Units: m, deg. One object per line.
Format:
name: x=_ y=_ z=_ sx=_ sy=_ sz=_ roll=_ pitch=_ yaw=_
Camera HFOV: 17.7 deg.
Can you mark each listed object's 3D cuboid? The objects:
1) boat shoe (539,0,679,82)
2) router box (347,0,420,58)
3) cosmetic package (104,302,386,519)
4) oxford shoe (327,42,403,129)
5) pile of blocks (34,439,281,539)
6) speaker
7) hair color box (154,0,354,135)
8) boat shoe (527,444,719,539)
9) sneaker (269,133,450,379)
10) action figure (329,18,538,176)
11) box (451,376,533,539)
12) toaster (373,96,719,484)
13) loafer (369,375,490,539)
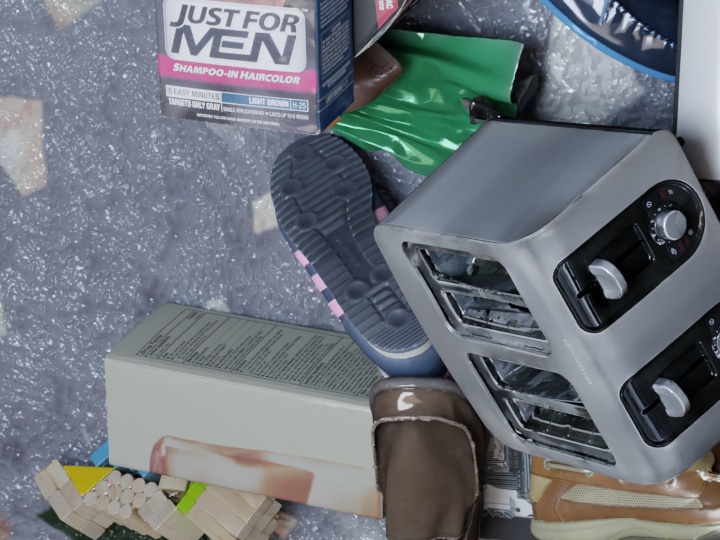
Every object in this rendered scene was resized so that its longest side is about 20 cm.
boat shoe: x=0.130 y=-0.190 z=1.346 sx=0.200 sy=0.084 sz=0.069 roll=38 pitch=127 yaw=0
router box: x=-0.030 y=-0.233 z=1.354 sx=0.200 sy=0.150 sz=0.062 roll=43 pitch=122 yaw=-2
cosmetic package: x=-0.060 y=0.092 z=1.548 sx=0.200 sy=0.103 sz=0.087 roll=11 pitch=116 yaw=20
oxford shoe: x=-0.040 y=-0.182 z=1.418 sx=0.073 sy=0.071 sz=0.200 roll=-28 pitch=74 yaw=1
pile of blocks: x=-0.134 y=0.159 z=1.645 sx=0.200 sy=0.082 sz=0.062 roll=6 pitch=159 yaw=30
speaker: x=0.219 y=-0.151 z=1.298 sx=0.081 sy=0.081 sz=0.200 roll=5 pitch=98 yaw=21
hair color box: x=-0.060 y=-0.181 z=1.267 sx=0.100 sy=0.061 sz=0.200 roll=7 pitch=115 yaw=19
boat shoe: x=0.191 y=0.126 z=1.415 sx=0.200 sy=0.076 sz=0.074 roll=-10 pitch=94 yaw=25
sneaker: x=0.000 y=0.000 z=1.463 sx=0.070 sy=0.200 sz=0.082 roll=-25 pitch=140 yaw=-1
action figure: x=0.012 y=-0.118 z=1.447 sx=0.200 sy=0.055 sz=0.118 roll=19 pitch=121 yaw=22
box: x=0.116 y=0.083 z=1.499 sx=0.157 sy=0.050 sz=0.200 roll=7 pitch=116 yaw=20
toaster: x=0.120 y=0.009 z=1.320 sx=0.200 sy=0.119 sz=0.181 roll=12 pitch=137 yaw=57
loafer: x=0.047 y=0.136 z=1.439 sx=0.073 sy=0.071 sz=0.200 roll=-2 pitch=143 yaw=11
